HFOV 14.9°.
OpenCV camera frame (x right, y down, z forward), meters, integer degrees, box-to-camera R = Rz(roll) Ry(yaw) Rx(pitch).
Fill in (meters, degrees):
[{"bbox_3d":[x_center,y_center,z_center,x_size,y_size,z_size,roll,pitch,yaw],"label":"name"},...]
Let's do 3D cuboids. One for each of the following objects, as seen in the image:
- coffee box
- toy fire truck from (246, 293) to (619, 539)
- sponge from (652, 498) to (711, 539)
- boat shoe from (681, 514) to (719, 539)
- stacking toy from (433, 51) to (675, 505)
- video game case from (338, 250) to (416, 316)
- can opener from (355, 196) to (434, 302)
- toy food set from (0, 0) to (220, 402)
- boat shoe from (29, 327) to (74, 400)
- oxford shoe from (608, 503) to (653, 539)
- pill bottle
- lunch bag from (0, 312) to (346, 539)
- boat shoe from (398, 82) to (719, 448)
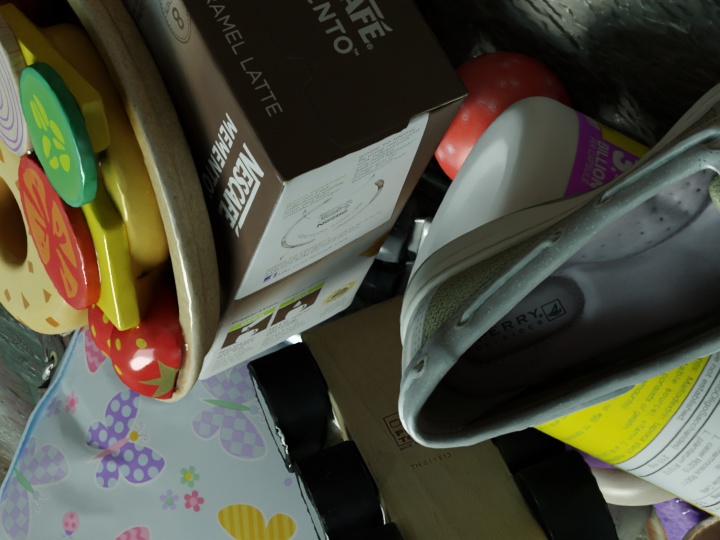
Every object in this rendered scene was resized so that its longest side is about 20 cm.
[{"bbox_3d":[-0.040,-0.054,1.042,0.115,0.079,0.200,60,159,13],"label":"coffee box"},{"bbox_3d":[0.056,0.124,1.061,0.176,0.128,0.201,-120,11,-52],"label":"toy fire truck"},{"bbox_3d":[0.172,0.102,1.208,0.111,0.030,0.200,25,159,35],"label":"sponge"},{"bbox_3d":[0.192,0.107,1.045,0.067,0.073,0.199,13,166,-40],"label":"boat shoe"},{"bbox_3d":[0.080,-0.001,1.053,0.085,0.085,0.200,20,152,45],"label":"stacking toy"},{"bbox_3d":[-0.054,-0.020,1.251,0.181,0.022,0.201,6,139,36],"label":"video game case"},{"bbox_3d":[0.000,0.000,1.154,0.199,0.067,0.054,17,139,5],"label":"can opener"},{"bbox_3d":[-0.113,-0.042,1.052,0.200,0.048,0.199,45,150,49],"label":"toy food set"},{"bbox_3d":[-0.126,0.058,1.347,0.200,0.065,0.073,47,162,19],"label":"boat shoe"},{"bbox_3d":[0.101,0.092,1.287,0.071,0.073,0.201,60,157,27],"label":"oxford shoe"},{"bbox_3d":[0.121,0.027,0.959,0.199,0.105,0.104,26,165,-12],"label":"pill bottle"},{"bbox_3d":[-0.048,0.093,1.204,0.199,0.171,0.127,25,-175,4],"label":"lunch bag"},{"bbox_3d":[0.100,-0.004,0.843,0.075,0.201,0.065,58,-160,-23],"label":"boat shoe"}]
